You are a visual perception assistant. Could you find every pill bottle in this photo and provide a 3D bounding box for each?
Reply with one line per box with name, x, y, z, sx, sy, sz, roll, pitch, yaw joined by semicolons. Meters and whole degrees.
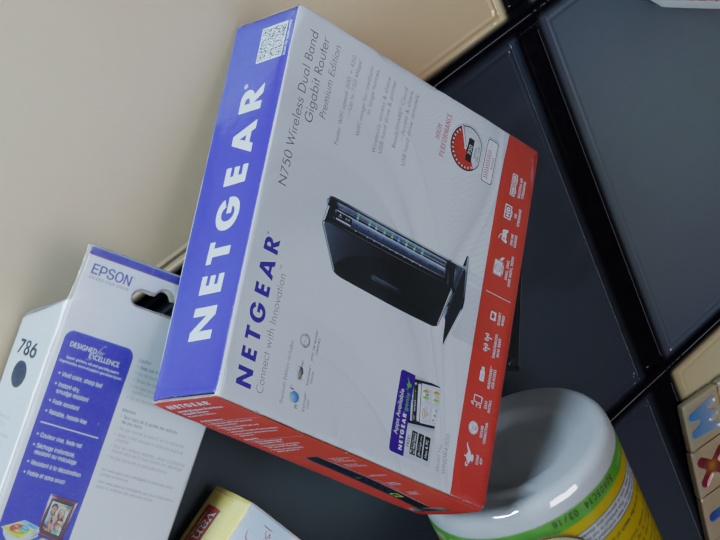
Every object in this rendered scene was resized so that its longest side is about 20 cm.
pill bottle;0.119;0.174;1.018;0.111;0.111;0.200;-40;120;-25

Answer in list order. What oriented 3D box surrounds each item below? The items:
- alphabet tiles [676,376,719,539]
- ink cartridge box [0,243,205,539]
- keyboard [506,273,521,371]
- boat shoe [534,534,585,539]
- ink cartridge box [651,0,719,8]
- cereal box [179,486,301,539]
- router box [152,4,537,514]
alphabet tiles;0.285;0.140;1.207;0.167;0.008;0.200;-29;114;-31
ink cartridge box;-0.130;0.092;0.857;0.099;0.039;0.200;23;86;-38
keyboard;0.008;0.033;0.959;0.200;0.021;0.127;8;81;-37
boat shoe;0.050;0.213;0.914;0.200;0.068;0.072;-36;118;-5
ink cartridge box;0.177;-0.224;0.978;0.200;0.128;0.125;19;86;-39
cereal box;-0.043;0.222;0.946;0.200;0.040;0.144;44;74;-34
router box;0.000;0.000;0.898;0.179;0.049;0.200;27;65;-38
